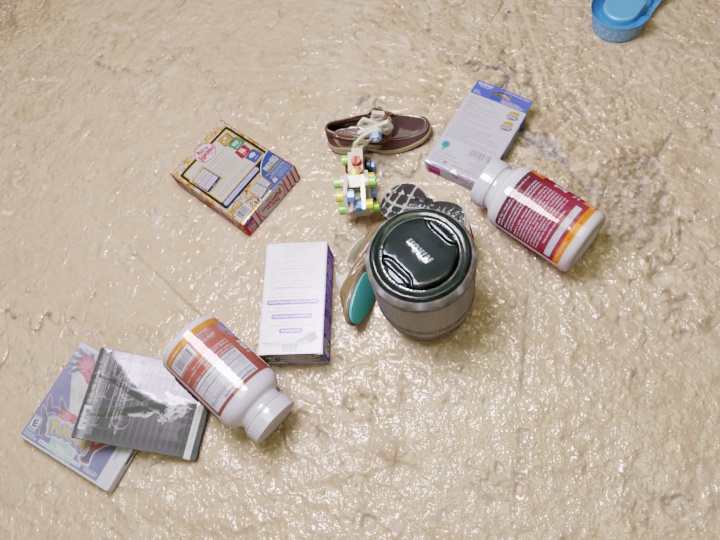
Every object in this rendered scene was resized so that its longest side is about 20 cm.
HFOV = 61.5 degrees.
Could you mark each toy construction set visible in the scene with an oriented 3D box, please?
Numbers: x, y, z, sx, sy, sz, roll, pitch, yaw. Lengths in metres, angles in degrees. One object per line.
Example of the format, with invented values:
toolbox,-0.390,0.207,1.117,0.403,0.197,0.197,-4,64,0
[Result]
toy construction set,0.000,-0.179,1.066,0.092,0.131,0.201,9,69,12

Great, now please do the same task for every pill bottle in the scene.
pill bottle,-0.205,0.173,0.955,0.200,0.112,0.112,40,78,12
pill bottle,0.285,-0.097,0.993,0.200,0.113,0.113,38,78,21

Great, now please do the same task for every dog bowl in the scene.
dog bowl,0.522,-0.523,1.170,0.111,0.050,0.200,32,76,20

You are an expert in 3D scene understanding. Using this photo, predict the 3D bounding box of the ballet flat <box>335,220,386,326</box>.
ballet flat,0.000,0.000,1.033,0.072,0.068,0.201,9,67,35

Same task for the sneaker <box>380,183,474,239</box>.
sneaker,0.111,-0.084,1.040,0.077,0.085,0.200,-49,46,-6

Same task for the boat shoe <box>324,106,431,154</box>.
boat shoe,0.031,-0.265,1.130,0.199,0.072,0.072,-2,67,9

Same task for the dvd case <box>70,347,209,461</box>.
dvd case,-0.348,0.217,0.991,0.199,0.016,0.149,12,69,-3

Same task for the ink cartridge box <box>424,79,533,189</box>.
ink cartridge box,0.218,-0.247,1.109,0.119,0.042,0.200,28,77,19

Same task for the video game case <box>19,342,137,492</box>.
video game case,-0.447,0.241,1.022,0.199,0.023,0.183,22,72,18

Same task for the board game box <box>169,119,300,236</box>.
board game box,-0.239,-0.180,1.153,0.200,0.046,0.152,35,77,21

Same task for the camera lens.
camera lens,0.096,0.011,0.931,0.159,0.200,0.161,-3,66,8

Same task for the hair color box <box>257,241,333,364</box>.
hair color box,-0.106,0.054,1.022,0.109,0.065,0.201,-2,65,8
